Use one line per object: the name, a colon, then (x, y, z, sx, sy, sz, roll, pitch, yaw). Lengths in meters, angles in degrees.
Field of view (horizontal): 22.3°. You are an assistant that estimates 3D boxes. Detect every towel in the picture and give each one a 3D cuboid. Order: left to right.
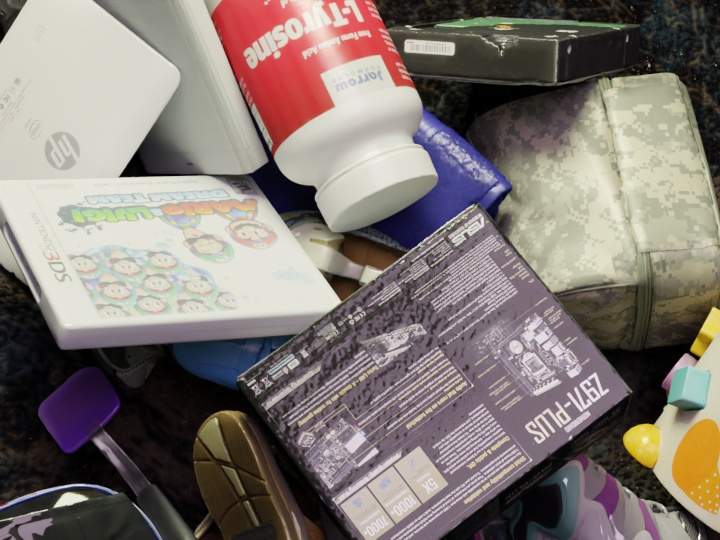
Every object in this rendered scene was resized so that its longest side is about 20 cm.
towel: (0.002, -0.070, 1.368, 0.200, 0.050, 0.148, 45, 102, 16)

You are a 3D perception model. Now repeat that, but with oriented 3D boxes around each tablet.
tablet: (-0.229, -0.100, 1.324, 0.130, 0.014, 0.200, 39, 107, 9)

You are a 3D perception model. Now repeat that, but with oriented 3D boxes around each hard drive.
hard drive: (-0.150, -0.163, 1.321, 0.026, 0.132, 0.200, -38, 117, -34)
hard drive: (0.118, -0.168, 1.388, 0.140, 0.200, 0.038, 7, 104, 24)

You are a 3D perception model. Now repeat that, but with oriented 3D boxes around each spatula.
spatula: (-0.157, 0.138, 1.247, 0.057, 0.021, 0.200, -43, 58, -1)

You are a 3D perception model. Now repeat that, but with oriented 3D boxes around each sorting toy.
sorting toy: (0.280, 0.056, 1.289, 0.107, 0.180, 0.200, 28, 27, 18)

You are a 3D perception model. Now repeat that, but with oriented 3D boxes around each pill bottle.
pill bottle: (-0.025, -0.134, 1.294, 0.112, 0.112, 0.200, -22, 78, -20)

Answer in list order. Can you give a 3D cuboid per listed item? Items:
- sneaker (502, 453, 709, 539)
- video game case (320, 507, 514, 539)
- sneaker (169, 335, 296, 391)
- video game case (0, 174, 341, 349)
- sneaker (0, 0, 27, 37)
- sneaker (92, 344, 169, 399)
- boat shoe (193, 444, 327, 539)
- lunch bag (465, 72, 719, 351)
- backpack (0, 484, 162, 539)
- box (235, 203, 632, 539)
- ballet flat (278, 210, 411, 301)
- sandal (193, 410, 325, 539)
sneaker: (0.182, 0.172, 1.275, 0.140, 0.078, 0.200, -21, 80, -40)
video game case: (0.078, 0.217, 1.256, 0.200, 0.024, 0.182, -1, 63, -29)
sneaker: (-0.031, 0.067, 1.268, 0.200, 0.078, 0.066, 13, 103, -16)
video game case: (-0.135, -0.011, 1.250, 0.200, 0.024, 0.182, -3, 34, -27)
sneaker: (-0.189, -0.203, 1.424, 0.200, 0.076, 0.114, -14, 68, -10)
sneaker: (-0.124, 0.050, 1.320, 0.200, 0.075, 0.116, 23, 76, 1)
boat shoe: (-0.054, 0.166, 1.271, 0.073, 0.063, 0.200, 42, 64, 11)
lunch bag: (0.172, -0.041, 1.373, 0.168, 0.139, 0.200, -6, 62, -2)
backpack: (-0.202, 0.235, 1.161, 0.190, 0.154, 0.200, -25, 79, -14)
box: (0.048, 0.084, 1.190, 0.200, 0.086, 0.164, -37, 74, -7)
ballet flat: (0.000, 0.000, 1.304, 0.200, 0.074, 0.074, 16, 60, 19)
sandal: (-0.053, 0.186, 1.206, 0.054, 0.080, 0.200, -12, 84, -53)
